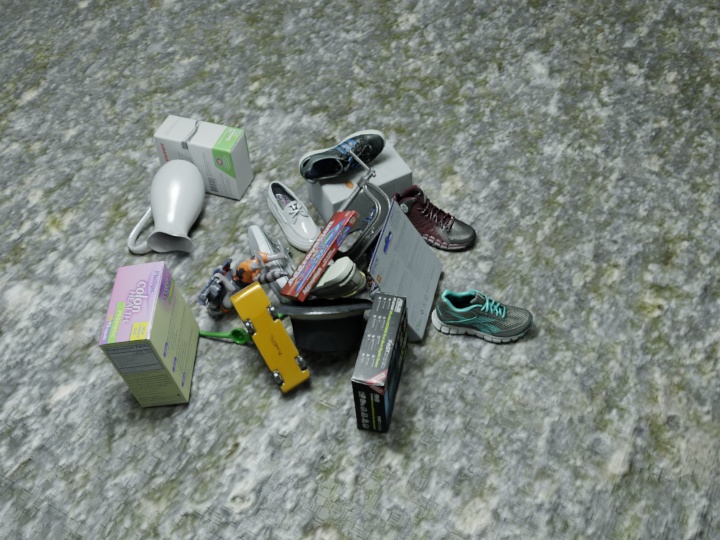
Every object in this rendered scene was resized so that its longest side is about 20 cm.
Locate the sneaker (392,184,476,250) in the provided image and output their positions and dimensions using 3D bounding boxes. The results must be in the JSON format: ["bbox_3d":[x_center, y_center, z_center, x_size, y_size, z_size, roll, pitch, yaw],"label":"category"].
[{"bbox_3d":[0.150,-0.117,1.765,0.196,0.117,0.076,14,51,17],"label":"sneaker"}]

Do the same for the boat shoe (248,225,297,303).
[{"bbox_3d":[-0.173,-0.017,1.746,0.070,0.073,0.202,-19,60,-24],"label":"boat shoe"}]

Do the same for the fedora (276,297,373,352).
[{"bbox_3d":[-0.061,0.105,1.578,0.195,0.094,0.201,-2,3,0],"label":"fedora"}]

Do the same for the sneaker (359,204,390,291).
[{"bbox_3d":[0.050,-0.038,1.695,0.074,0.078,0.205,-7,82,38],"label":"sneaker"}]

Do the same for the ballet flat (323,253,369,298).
[{"bbox_3d":[0.000,0.000,1.715,0.063,0.067,0.201,40,61,-3],"label":"ballet flat"}]

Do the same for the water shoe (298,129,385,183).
[{"bbox_3d":[-0.032,-0.231,1.760,0.196,0.073,0.079,-22,33,-2],"label":"water shoe"}]

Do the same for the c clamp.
[{"bbox_3d":[-0.016,-0.116,1.695,0.170,0.027,0.202,39,100,31],"label":"c clamp"}]

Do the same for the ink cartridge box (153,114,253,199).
[{"bbox_3d":[-0.357,-0.259,1.908,0.196,0.147,0.085,14,50,16],"label":"ink cartridge box"}]

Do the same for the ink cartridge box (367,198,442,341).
[{"bbox_3d":[0.078,-0.001,1.625,0.040,0.201,0.202,-14,39,35],"label":"ink cartridge box"}]

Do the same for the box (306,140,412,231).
[{"bbox_3d":[-0.004,-0.190,1.846,0.197,0.108,0.153,-23,51,-15],"label":"box"}]

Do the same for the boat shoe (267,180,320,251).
[{"bbox_3d":[-0.145,-0.124,1.825,0.071,0.069,0.201,-22,51,-14],"label":"boat shoe"}]

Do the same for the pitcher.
[{"bbox_3d":[-0.430,-0.134,1.837,0.168,0.122,0.204,-8,58,18],"label":"pitcher"}]

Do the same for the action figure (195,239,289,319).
[{"bbox_3d":[-0.243,0.032,1.645,0.105,0.193,0.201,47,25,-10],"label":"action figure"}]

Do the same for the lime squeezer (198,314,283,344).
[{"bbox_3d":[-0.225,0.113,1.649,0.196,0.038,0.071,-16,49,-8],"label":"lime squeezer"}]

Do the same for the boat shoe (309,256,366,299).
[{"bbox_3d":[-0.054,0.024,1.600,0.060,0.201,0.073,39,68,-17],"label":"boat shoe"}]

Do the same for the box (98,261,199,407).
[{"bbox_3d":[-0.383,0.121,1.540,0.094,0.202,0.179,-7,48,8],"label":"box"}]

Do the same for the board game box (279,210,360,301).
[{"bbox_3d":[-0.080,-0.030,1.621,0.202,0.019,0.103,-57,20,-13],"label":"board game box"}]

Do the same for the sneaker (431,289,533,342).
[{"bbox_3d":[0.235,0.081,1.604,0.195,0.092,0.079,3,50,7],"label":"sneaker"}]

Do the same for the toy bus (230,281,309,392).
[{"bbox_3d":[-0.170,0.125,1.562,0.064,0.078,0.203,-30,97,-11],"label":"toy bus"}]

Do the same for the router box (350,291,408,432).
[{"bbox_3d":[0.038,0.165,1.507,0.061,0.152,0.203,8,50,11],"label":"router box"}]
